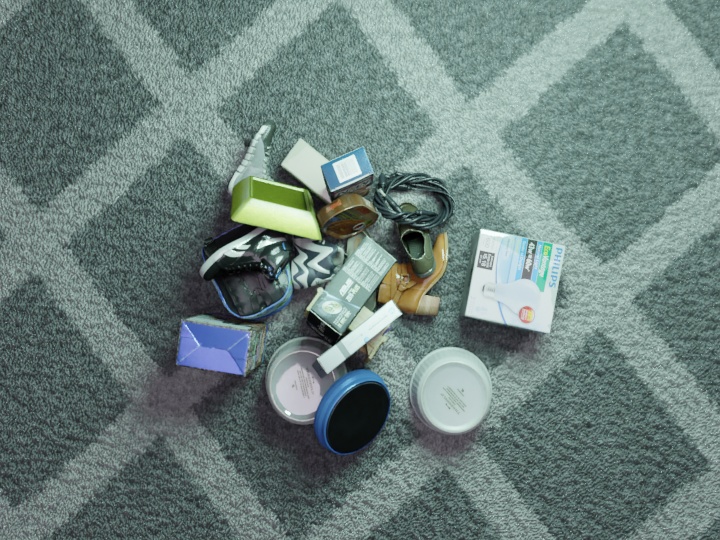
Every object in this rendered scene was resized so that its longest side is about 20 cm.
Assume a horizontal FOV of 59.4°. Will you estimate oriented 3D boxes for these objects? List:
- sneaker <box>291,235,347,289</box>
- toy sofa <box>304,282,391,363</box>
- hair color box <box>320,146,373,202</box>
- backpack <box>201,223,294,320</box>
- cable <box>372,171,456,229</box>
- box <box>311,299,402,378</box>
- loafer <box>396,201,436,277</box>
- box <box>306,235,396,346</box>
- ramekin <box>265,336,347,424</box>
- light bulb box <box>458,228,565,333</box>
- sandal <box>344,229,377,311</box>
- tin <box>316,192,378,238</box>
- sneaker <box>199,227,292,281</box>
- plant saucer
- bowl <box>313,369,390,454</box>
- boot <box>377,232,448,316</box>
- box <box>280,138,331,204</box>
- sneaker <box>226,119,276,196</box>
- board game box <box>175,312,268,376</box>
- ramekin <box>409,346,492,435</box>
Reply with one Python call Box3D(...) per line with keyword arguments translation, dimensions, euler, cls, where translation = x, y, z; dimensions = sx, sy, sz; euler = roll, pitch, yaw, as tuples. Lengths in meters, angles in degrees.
Box3D(translation=(-0.092, -0.056, 1.460), dimensions=(0.126, 0.080, 0.204), euler=(-2, 59, 2), cls="sneaker")
Box3D(translation=(-0.029, 0.117, 1.472), dimensions=(0.198, 0.083, 0.099), euler=(36, 73, 2), cls="toy sofa")
Box3D(translation=(-0.026, -0.193, 1.349), dimensions=(0.098, 0.200, 0.062), euler=(-23, 86, -1), cls="hair color box")
Box3D(translation=(-0.245, 0.007, 1.445), dimensions=(0.179, 0.147, 0.204), euler=(-25, 78, -4), cls="backpack")
Box3D(translation=(0.128, -0.162, 1.446), dimensions=(0.194, 0.166, 0.052), euler=(14, 134, -4), cls="cable")
Box3D(translation=(-0.011, 0.149, 1.344), dimensions=(0.199, 0.156, 0.041), euler=(-39, 85, -15), cls="box")
Box3D(translation=(0.125, -0.084, 1.442), dimensions=(0.074, 0.070, 0.204), euler=(-22, 57, 7), cls="loafer")
Box3D(translation=(-0.024, 0.049, 1.362), dimensions=(0.085, 0.164, 0.201), euler=(37, 75, 2), cls="box")
Box3D(translation=(-0.129, 0.260, 1.462), dimensions=(0.196, 0.094, 0.209), euler=(0, 89, 2), cls="ramekin")
Box3D(translation=(0.342, 0.025, 1.441), dimensions=(0.194, 0.125, 0.204), euler=(10, 90, 3), cls="light bulb box")
Box3D(translation=(0.000, 0.000, 1.487), dimensions=(0.079, 0.055, 0.207), euler=(0, 89, 1), cls="sandal")
Box3D(translation=(-0.027, -0.120, 1.395), dimensions=(0.110, 0.199, 0.043), euler=(-26, 77, 14), cls="tin")
Box3D(translation=(-0.234, -0.011, 1.337), dimensions=(0.198, 0.073, 0.113), euler=(-34, 80, -10), cls="sneaker")
Box3D(translation=(-0.181, -0.147, 1.381), dimensions=(0.194, 0.201, 0.049), euler=(12, 114, -16), cls="plant saucer")
Box3D(translation=(-0.013, 0.324, 1.429), dimensions=(0.197, 0.039, 0.206), euler=(-18, 121, -32), cls="bowl")
Box3D(translation=(0.124, -0.002, 1.477), dimensions=(0.150, 0.074, 0.206), euler=(12, 84, 8), cls="boot")
Box3D(translation=(-0.086, -0.213, 1.485), dimensions=(0.199, 0.068, 0.083), euler=(40, 89, 2), cls="box")
Box3D(translation=(-0.223, -0.243, 1.495), dimensions=(0.114, 0.075, 0.203), euler=(31, 101, -3), cls="sneaker")
Box3D(translation=(-0.306, 0.162, 1.423), dimensions=(0.155, 0.200, 0.100), euler=(9, 91, 2), cls="board game box")
Box3D(translation=(0.213, 0.283, 1.458), dimensions=(0.196, 0.094, 0.209), euler=(0, 89, 1), cls="ramekin")
